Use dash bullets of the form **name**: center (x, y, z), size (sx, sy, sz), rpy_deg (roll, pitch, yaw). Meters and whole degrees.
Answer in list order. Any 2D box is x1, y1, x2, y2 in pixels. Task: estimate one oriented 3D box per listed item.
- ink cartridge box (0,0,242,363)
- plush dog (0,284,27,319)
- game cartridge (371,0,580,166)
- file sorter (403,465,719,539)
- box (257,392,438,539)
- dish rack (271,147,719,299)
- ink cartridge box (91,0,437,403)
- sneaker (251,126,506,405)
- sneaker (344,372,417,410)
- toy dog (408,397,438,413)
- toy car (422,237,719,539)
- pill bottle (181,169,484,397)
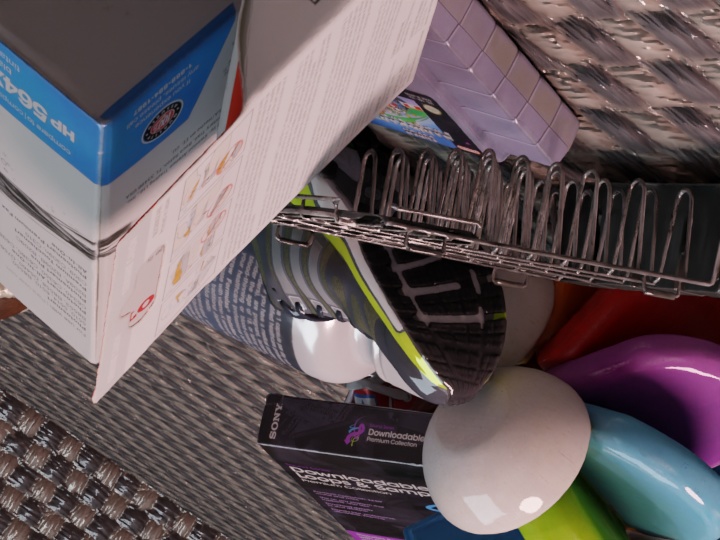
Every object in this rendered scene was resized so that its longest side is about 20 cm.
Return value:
- **ink cartridge box**: center (-0.089, -0.073, 1.118), size (0.084, 0.146, 0.200), rpy_deg (39, 153, 14)
- **plush dog**: center (-0.208, -0.072, 1.565), size (0.172, 0.200, 0.161), rpy_deg (1, 115, 49)
- **game cartridge**: center (-0.007, -0.106, 1.198), size (0.200, 0.038, 0.130), rpy_deg (20, 159, 42)
- **file sorter**: center (0.149, 0.176, 1.397), size (0.123, 0.200, 0.139), rpy_deg (58, -171, -44)
- **box**: center (0.039, 0.123, 1.518), size (0.143, 0.036, 0.200), rpy_deg (5, 159, 21)
- **dish rack**: center (0.059, -0.024, 1.140), size (0.200, 0.055, 0.153), rpy_deg (10, 177, -26)
- **ink cartridge box**: center (-0.044, -0.060, 1.001), size (0.057, 0.200, 0.163), rpy_deg (43, 157, 11)
- **sneaker**: center (0.000, 0.000, 1.256), size (0.074, 0.081, 0.200), rpy_deg (-2, -141, -33)
- **sneaker**: center (0.002, 0.038, 1.551), size (0.200, 0.113, 0.071), rpy_deg (37, 166, -27)
- **toy dog**: center (0.108, 0.071, 1.468), size (0.200, 0.096, 0.132), rpy_deg (24, 166, 31)
- **toy car**: center (0.118, 0.070, 1.279), size (0.175, 0.150, 0.200), rpy_deg (48, -159, -39)
- **pill bottle**: center (-0.025, -0.009, 1.417), size (0.200, 0.120, 0.120), rpy_deg (25, 167, 26)
